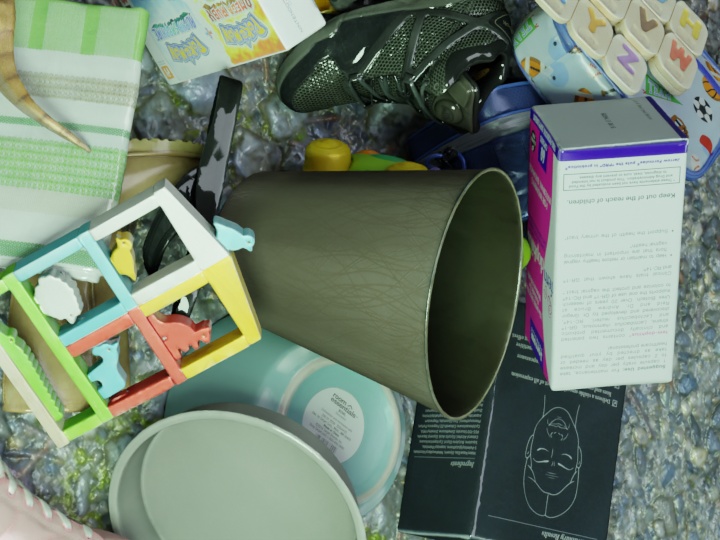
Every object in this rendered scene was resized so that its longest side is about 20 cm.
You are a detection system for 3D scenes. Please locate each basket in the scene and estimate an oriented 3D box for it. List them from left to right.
[{"bbox_3d":[0.000,0.000,1.252,0.136,0.199,0.182,-9,108,-57],"label":"basket"}]

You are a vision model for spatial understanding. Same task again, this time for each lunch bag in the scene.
[{"bbox_3d":[0.135,-0.098,1.448,0.199,0.136,0.133,-11,78,-40],"label":"lunch bag"},{"bbox_3d":[0.223,-0.166,1.407,0.200,0.075,0.160,51,47,-6],"label":"lunch bag"}]

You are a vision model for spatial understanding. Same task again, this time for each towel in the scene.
[{"bbox_3d":[-0.234,-0.097,1.218,0.148,0.031,0.202,8,78,7],"label":"towel"}]

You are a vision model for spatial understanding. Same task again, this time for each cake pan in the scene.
[{"bbox_3d":[-0.087,0.181,1.258,0.201,0.199,0.037,58,27,-16],"label":"cake pan"}]

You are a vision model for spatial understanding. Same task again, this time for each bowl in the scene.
[{"bbox_3d":[-0.043,0.126,1.331,0.200,0.105,0.203,3,85,-35],"label":"bowl"}]

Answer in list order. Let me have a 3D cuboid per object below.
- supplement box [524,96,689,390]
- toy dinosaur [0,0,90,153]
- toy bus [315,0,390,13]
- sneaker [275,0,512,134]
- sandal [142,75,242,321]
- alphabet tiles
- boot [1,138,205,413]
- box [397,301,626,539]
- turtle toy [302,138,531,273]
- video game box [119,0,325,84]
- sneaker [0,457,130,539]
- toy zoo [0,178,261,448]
[{"bbox_3d":[0.187,-0.020,1.316,0.102,0.101,0.202,-5,114,-6],"label":"supplement box"},{"bbox_3d":[-0.263,-0.172,1.192,0.105,0.060,0.202,-13,76,1],"label":"toy dinosaur"},{"bbox_3d":[0.069,-0.288,1.387,0.191,0.199,0.137,2,74,-40],"label":"toy bus"},{"bbox_3d":[0.029,-0.153,1.353,0.076,0.198,0.115,60,15,-57],"label":"sneaker"},{"bbox_3d":[-0.128,-0.044,1.237,0.048,0.075,0.202,12,80,-8],"label":"sandal"},{"bbox_3d":[0.202,-0.233,1.364,0.200,0.015,0.196,43,42,-14],"label":"alphabet tiles"},{"bbox_3d":[-0.183,0.004,1.272,0.174,0.066,0.202,0,85,-22],"label":"boot"},{"bbox_3d":[0.133,0.138,1.449,0.148,0.107,0.202,17,76,-32],"label":"box"},{"bbox_3d":[0.037,-0.028,1.359,0.101,0.199,0.147,-27,128,-52],"label":"turtle toy"},{"bbox_3d":[-0.130,-0.234,1.243,0.047,0.200,0.183,-40,108,-26],"label":"video game box"},{"bbox_3d":[-0.244,0.169,1.204,0.199,0.075,0.106,6,88,-30],"label":"sneaker"},{"bbox_3d":[-0.159,0.024,1.176,0.199,0.020,0.132,-28,112,8],"label":"toy zoo"}]
